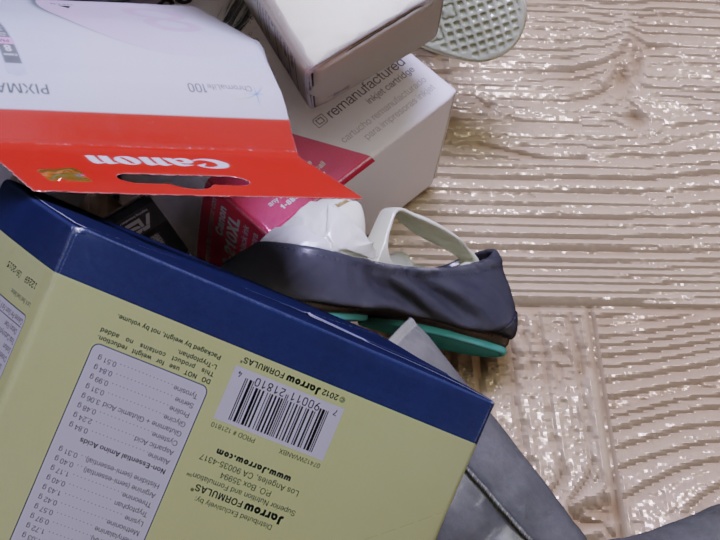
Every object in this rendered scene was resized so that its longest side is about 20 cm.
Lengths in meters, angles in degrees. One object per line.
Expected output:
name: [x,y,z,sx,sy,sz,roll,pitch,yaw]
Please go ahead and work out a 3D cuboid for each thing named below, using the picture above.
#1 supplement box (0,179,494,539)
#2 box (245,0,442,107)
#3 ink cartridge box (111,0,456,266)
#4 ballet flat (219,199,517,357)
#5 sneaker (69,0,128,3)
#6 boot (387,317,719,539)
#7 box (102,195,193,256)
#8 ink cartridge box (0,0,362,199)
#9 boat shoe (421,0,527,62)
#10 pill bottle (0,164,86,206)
supplement box: [-0.087,0.098,0.943,0.199,0.134,0.201,23,91,-22]
box: [-0.043,-0.190,1.112,0.077,0.095,0.201,-31,85,-5]
ink cartridge box: [-0.072,-0.094,1.202,0.200,0.085,0.145,41,59,19]
ballet flat: [0.000,0.000,1.118,0.199,0.073,0.073,9,48,-40]
sneaker: [-0.173,-0.204,1.166,0.199,0.091,0.076,28,53,22]
boot: [0.081,0.106,1.080,0.181,0.073,0.200,-35,76,-28]
box: [-0.138,0.078,1.074,0.199,0.049,0.162,-33,79,-27]
ink cartridge box: [-0.109,-0.083,1.024,0.161,0.058,0.200,0,14,-30]
boat shoe: [0.004,-0.183,1.207,0.199,0.075,0.062,32,17,0]
pill bottle: [-0.235,-0.095,1.158,0.199,0.115,0.114,34,57,15]
